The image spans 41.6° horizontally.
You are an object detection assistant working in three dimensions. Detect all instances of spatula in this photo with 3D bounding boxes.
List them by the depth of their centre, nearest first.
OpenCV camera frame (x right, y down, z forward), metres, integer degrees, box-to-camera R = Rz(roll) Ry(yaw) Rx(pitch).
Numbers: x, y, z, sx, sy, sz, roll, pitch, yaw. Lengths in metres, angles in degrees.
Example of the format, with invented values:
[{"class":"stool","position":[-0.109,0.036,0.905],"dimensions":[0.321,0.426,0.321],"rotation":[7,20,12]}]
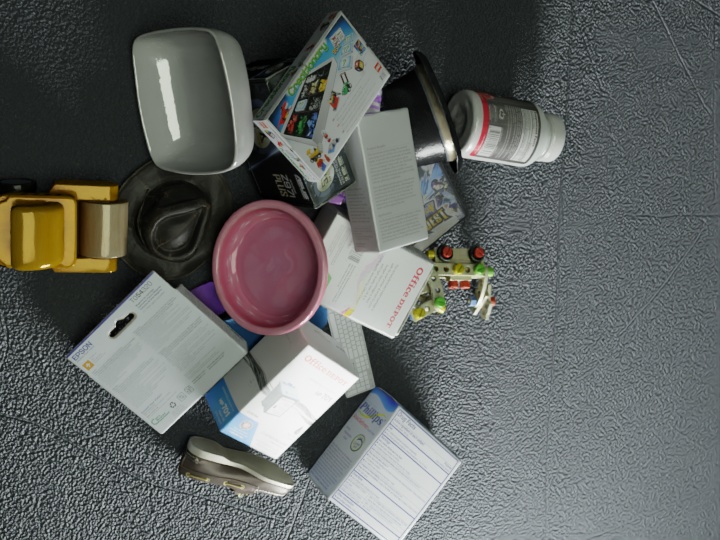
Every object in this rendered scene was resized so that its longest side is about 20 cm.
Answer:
[{"class":"spatula","position":[-0.191,0.019,1.513],"dimensions":[0.198,0.020,0.057],"rotation":[-31,104,-19]}]

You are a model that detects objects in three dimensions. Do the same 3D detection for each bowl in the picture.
[{"class":"bowl","position":[-0.227,-0.243,1.349],"dimensions":[0.074,0.197,0.204],"rotation":[-23,113,-47]}]

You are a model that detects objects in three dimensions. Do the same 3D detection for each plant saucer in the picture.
[{"class":"plant saucer","position":[-0.132,-0.005,1.441],"dimensions":[0.051,0.197,0.205],"rotation":[-4,109,-65]}]

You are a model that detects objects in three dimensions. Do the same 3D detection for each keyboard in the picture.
[{"class":"keyboard","position":[-0.020,0.120,1.628],"dimensions":[0.055,0.011,0.204],"rotation":[-20,110,-20]}]

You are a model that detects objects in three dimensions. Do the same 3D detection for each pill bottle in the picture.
[{"class":"pill bottle","position":[0.247,-0.237,1.611],"dimensions":[0.196,0.110,0.113],"rotation":[5,101,-27]}]

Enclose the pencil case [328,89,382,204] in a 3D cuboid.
[{"class":"pencil case","position":[-0.015,-0.204,1.494],"dimensions":[0.082,0.086,0.204],"rotation":[7,92,2]}]

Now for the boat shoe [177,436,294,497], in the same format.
[{"class":"boat shoe","position":[-0.204,0.335,1.561],"dimensions":[0.198,0.072,0.060],"rotation":[25,98,-25]}]

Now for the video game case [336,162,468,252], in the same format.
[{"class":"video game case","position":[0.069,-0.110,1.605],"dimensions":[0.199,0.025,0.182],"rotation":[-38,115,-13]}]

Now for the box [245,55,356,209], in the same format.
[{"class":"box","position":[-0.113,-0.205,1.409],"dimensions":[0.086,0.163,0.203],"rotation":[-33,116,-27]}]

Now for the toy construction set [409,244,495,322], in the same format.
[{"class":"toy construction set","position":[0.163,0.027,1.648],"dimensions":[0.197,0.092,0.134],"rotation":[5,76,-34]}]

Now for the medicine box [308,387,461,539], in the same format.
[{"class":"medicine box","position":[0.043,0.345,1.663],"dimensions":[0.182,0.103,0.201],"rotation":[43,82,-28]}]

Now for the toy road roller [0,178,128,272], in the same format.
[{"class":"toy road roller","position":[-0.419,-0.054,1.308],"dimensions":[0.196,0.146,0.126],"rotation":[0,104,-19]}]

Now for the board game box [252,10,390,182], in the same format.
[{"class":"board game box","position":[-0.051,-0.243,1.326],"dimensions":[0.126,0.034,0.202],"rotation":[45,68,-34]}]

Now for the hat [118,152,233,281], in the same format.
[{"class":"hat","position":[-0.274,-0.075,1.417],"dimensions":[0.197,0.081,0.205],"rotation":[-6,104,-24]}]

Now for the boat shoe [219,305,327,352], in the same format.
[{"class":"boat shoe","position":[-0.152,0.087,1.526],"dimensions":[0.196,0.069,0.086],"rotation":[-5,115,-21]}]

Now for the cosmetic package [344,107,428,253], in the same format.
[{"class":"cosmetic package","position":[0.031,-0.136,1.440],"dimensions":[0.100,0.071,0.204],"rotation":[-16,101,-33]}]

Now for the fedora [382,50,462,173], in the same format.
[{"class":"fedora","position":[0.091,-0.238,1.502],"dimensions":[0.090,0.201,0.203],"rotation":[-21,113,2]}]

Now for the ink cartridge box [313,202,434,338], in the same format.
[{"class":"ink cartridge box","position":[0.000,0.000,1.543],"dimensions":[0.198,0.088,0.147],"rotation":[26,100,-22]}]

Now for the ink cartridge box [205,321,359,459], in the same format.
[{"class":"ink cartridge box","position":[-0.124,0.184,1.507],"dimensions":[0.200,0.086,0.146],"rotation":[-43,135,10]}]

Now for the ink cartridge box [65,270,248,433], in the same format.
[{"class":"ink cartridge box","position":[-0.306,0.120,1.441],"dimensions":[0.196,0.043,0.200],"rotation":[-41,113,9]}]
